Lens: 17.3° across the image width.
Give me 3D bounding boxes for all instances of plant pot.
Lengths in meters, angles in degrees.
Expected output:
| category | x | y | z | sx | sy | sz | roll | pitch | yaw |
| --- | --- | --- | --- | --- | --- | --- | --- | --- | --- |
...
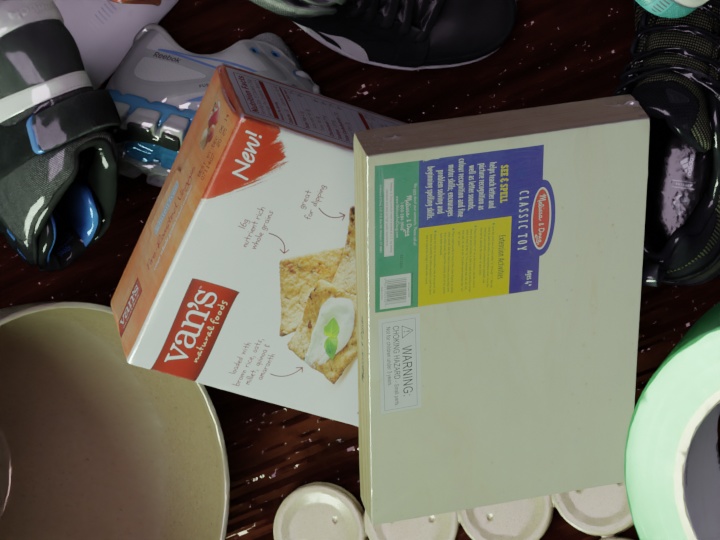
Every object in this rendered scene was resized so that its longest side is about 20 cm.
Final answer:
| category | x | y | z | sx | sy | sz | roll | pitch | yaw |
| --- | --- | --- | --- | --- | --- | --- | --- | --- | --- |
| plant pot | -0.183 | 0.112 | 1.190 | 0.134 | 0.199 | 0.202 | 4 | 95 | 50 |

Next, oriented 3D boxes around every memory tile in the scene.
| category | x | y | z | sx | sy | sz | roll | pitch | yaw |
| --- | --- | --- | --- | --- | --- | --- | --- | --- | --- |
| memory tile | 0.058 | 0.171 | 1.202 | 0.198 | 0.017 | 0.155 | -10 | 90 | 14 |

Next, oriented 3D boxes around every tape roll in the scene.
| category | x | y | z | sx | sy | sz | roll | pitch | yaw |
| --- | --- | --- | --- | --- | --- | --- | --- | --- | --- |
| tape roll | 0.222 | 0.101 | 1.096 | 0.199 | 0.048 | 0.202 | 14 | 122 | 24 |

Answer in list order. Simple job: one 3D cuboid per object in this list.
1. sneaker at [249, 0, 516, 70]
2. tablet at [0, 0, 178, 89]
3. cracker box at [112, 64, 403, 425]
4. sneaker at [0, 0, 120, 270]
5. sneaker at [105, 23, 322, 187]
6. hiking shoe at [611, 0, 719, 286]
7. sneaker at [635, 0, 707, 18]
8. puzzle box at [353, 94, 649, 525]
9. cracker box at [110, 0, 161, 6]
| category | x | y | z | sx | sy | sz | roll | pitch | yaw |
| --- | --- | --- | --- | --- | --- | --- | --- | --- | --- |
| sneaker | -0.001 | -0.133 | 1.110 | 0.199 | 0.112 | 0.074 | 17 | 100 | -23 |
| tablet | -0.121 | -0.206 | 1.231 | 0.130 | 0.014 | 0.200 | 46 | 102 | 9 |
| cracker box | 0.000 | 0.000 | 1.116 | 0.199 | 0.058 | 0.135 | 16 | 115 | -23 |
| sneaker | -0.185 | -0.036 | 1.174 | 0.112 | 0.073 | 0.200 | 60 | 140 | 13 |
| sneaker | -0.034 | -0.074 | 1.189 | 0.198 | 0.075 | 0.087 | 19 | 65 | 1 |
| hiking shoe | 0.159 | -0.091 | 1.119 | 0.075 | 0.101 | 0.202 | 3 | 94 | 13 |
| sneaker | 0.106 | -0.172 | 1.114 | 0.080 | 0.077 | 0.200 | -54 | 40 | 21 |
| puzzle box | 0.064 | 0.020 | 1.087 | 0.132 | 0.025 | 0.201 | -8 | 122 | -12 |
| cracker box | -0.179 | -0.221 | 1.167 | 0.198 | 0.058 | 0.135 | 17 | 99 | 14 |
